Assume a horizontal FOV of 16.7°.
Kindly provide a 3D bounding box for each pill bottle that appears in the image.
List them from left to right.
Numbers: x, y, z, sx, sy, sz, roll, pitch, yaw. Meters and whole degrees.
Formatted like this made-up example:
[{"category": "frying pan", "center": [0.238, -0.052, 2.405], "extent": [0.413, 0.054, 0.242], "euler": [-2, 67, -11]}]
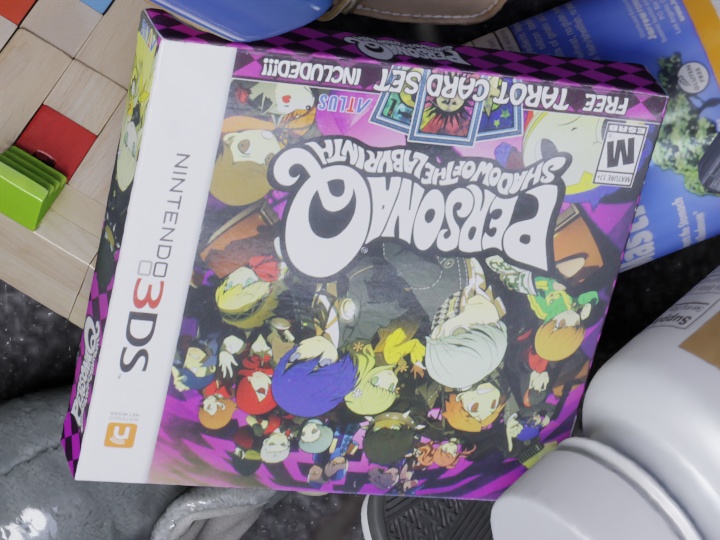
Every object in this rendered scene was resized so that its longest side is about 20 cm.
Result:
[{"category": "pill bottle", "center": [0.069, -0.043, 1.011], "extent": [0.199, 0.112, 0.112], "euler": [-22, 109, 2]}, {"category": "pill bottle", "center": [0.150, 0.062, 0.947], "extent": [0.200, 0.114, 0.115], "euler": [-38, 111, -22]}]

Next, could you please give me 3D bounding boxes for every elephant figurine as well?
[{"category": "elephant figurine", "center": [-0.073, 0.070, 1.025], "extent": [0.199, 0.155, 0.142], "euler": [-30, 103, 10]}]

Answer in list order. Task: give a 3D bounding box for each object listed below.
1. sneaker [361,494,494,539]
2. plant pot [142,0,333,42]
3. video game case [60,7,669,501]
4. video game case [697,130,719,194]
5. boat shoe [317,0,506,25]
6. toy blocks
[{"category": "sneaker", "center": [0.054, 0.180, 1.091], "extent": [0.084, 0.121, 0.200], "euler": [-35, 88, -31]}, {"category": "plant pot", "center": [-0.084, -0.196, 0.822], "extent": [0.200, 0.200, 0.180], "euler": [29, 95, 29]}, {"category": "video game case", "center": [0.000, 0.000, 0.925], "extent": [0.199, 0.036, 0.182], "euler": [5, 116, -20]}, {"category": "video game case", "center": [0.242, -0.047, 0.877], "extent": [0.199, 0.019, 0.143], "euler": [25, 121, -13]}, {"category": "boat shoe", "center": [-0.024, -0.131, 0.979], "extent": [0.199, 0.069, 0.074], "euler": [14, 122, -21]}, {"category": "toy blocks", "center": [-0.122, -0.067, 0.982], "extent": [0.199, 0.100, 0.137], "euler": [31, 60, 0]}]
